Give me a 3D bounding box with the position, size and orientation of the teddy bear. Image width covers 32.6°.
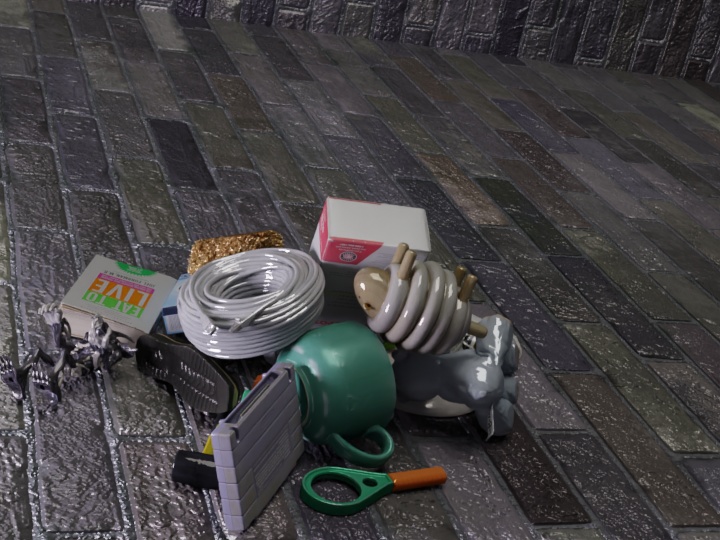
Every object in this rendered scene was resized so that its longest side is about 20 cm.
[{"bbox_3d":[-0.190,-0.021,1.842,0.145,0.067,0.200,-13,6,-38],"label":"teddy bear"}]

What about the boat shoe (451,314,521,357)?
[{"bbox_3d":[0.157,0.104,1.883,0.202,0.075,0.086,20,10,-15],"label":"boat shoe"}]

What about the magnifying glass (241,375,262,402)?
[{"bbox_3d":[-0.139,0.178,1.591,0.022,0.080,0.200,8,13,-1],"label":"magnifying glass"}]

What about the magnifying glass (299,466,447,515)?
[{"bbox_3d":[0.018,0.267,1.539,0.200,0.022,0.080,-1,27,-30],"label":"magnifying glass"}]

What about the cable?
[{"bbox_3d":[-0.142,0.040,1.627,0.200,0.069,0.200,-22,29,-23],"label":"cable"}]

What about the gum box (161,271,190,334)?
[{"bbox_3d":[-0.192,0.035,1.816,0.170,0.045,0.200,-9,15,2],"label":"gum box"}]

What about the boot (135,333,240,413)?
[{"bbox_3d":[-0.194,0.126,1.673,0.138,0.078,0.200,-5,25,-44],"label":"boot"}]

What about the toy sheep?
[{"bbox_3d":[0.082,0.046,1.621,0.200,0.138,0.138,22,22,-13],"label":"toy sheep"}]

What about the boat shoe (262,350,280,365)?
[{"bbox_3d":[-0.130,0.081,1.814,0.068,0.072,0.200,14,21,3],"label":"boat shoe"}]

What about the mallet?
[{"bbox_3d":[-0.194,0.213,1.545,0.066,0.041,0.200,8,19,-4],"label":"mallet"}]

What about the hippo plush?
[{"bbox_3d":[0.126,0.159,1.711,0.160,0.160,0.200,1,37,20],"label":"hippo plush"}]

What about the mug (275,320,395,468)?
[{"bbox_3d":[-0.035,0.157,1.592,0.114,0.152,0.185,-11,30,-33],"label":"mug"}]

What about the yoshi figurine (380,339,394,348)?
[{"bbox_3d":[-0.020,0.053,1.883,0.112,0.113,0.200,-24,38,-33],"label":"yoshi figurine"}]

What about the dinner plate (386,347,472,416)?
[{"bbox_3d":[0.089,0.154,1.821,0.200,0.024,0.200,11,23,-5],"label":"dinner plate"}]

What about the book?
[{"bbox_3d":[-0.357,0.047,1.821,0.133,0.048,0.200,16,22,-3],"label":"book"}]

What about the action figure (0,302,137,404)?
[{"bbox_3d":[-0.374,0.099,1.619,0.119,0.102,0.200,7,22,24],"label":"action figure"}]

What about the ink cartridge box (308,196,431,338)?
[{"bbox_3d":[0.000,0.000,1.725,0.145,0.200,0.084,6,49,-14],"label":"ink cartridge box"}]

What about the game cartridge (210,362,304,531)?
[{"bbox_3d":[-0.120,0.208,1.470,0.038,0.130,0.200,5,21,18],"label":"game cartridge"}]
